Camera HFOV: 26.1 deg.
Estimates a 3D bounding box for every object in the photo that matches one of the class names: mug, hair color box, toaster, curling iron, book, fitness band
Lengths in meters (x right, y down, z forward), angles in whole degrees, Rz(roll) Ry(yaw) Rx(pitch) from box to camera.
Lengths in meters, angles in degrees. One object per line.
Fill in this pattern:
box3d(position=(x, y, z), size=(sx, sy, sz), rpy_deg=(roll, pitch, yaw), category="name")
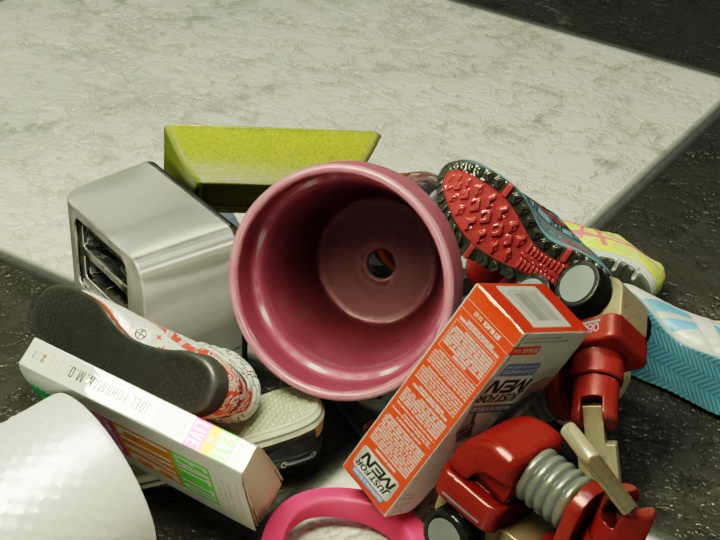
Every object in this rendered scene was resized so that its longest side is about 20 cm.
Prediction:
box3d(position=(-0.279, 0.196, 1.181), size=(0.175, 0.149, 0.199), rpy_deg=(-31, 21, -28), category="mug")
box3d(position=(0.086, 0.105, 1.266), size=(0.064, 0.201, 0.110), rpy_deg=(48, 26, 26), category="hair color box")
box3d(position=(-0.184, 0.024, 1.435), size=(0.118, 0.182, 0.200), rpy_deg=(-19, 37, -30), category="toaster")
box3d(position=(0.006, 0.150, 1.391), size=(0.049, 0.026, 0.200), rpy_deg=(5, 28, -25), category="curling iron")
box3d(position=(-0.165, 0.126, 1.232), size=(0.198, 0.134, 0.048), rpy_deg=(24, 70, 14), category="book")
box3d(position=(-0.012, 0.247, 1.225), size=(0.142, 0.038, 0.201), rpy_deg=(7, 32, -1), category="fitness band")

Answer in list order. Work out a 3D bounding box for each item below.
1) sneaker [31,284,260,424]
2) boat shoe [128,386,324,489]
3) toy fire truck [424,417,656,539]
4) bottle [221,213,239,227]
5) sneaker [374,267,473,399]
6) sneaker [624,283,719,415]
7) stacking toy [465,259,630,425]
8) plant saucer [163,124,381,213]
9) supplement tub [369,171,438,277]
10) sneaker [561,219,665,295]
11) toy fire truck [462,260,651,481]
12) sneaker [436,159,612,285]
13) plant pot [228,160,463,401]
box3d(position=(-0.178, 0.075, 1.311), size=(0.200, 0.068, 0.108), rpy_deg=(22, -1, 26), category="sneaker")
box3d(position=(-0.123, 0.157, 1.335), size=(0.198, 0.063, 0.075), rpy_deg=(-16, 38, -4), category="boat shoe")
box3d(position=(0.144, 0.169, 1.164), size=(0.176, 0.201, 0.128), rpy_deg=(38, 37, 30), category="toy fire truck")
box3d(position=(-0.149, -0.007, 1.599), size=(0.083, 0.066, 0.200), rpy_deg=(-6, 32, -19), category="bottle")
box3d(position=(0.062, 0.068, 1.508), size=(0.199, 0.076, 0.088), rpy_deg=(-26, 48, -27), category="sneaker")
box3d(position=(0.317, 0.075, 1.528), size=(0.199, 0.077, 0.080), rpy_deg=(35, 33, 32), category="sneaker")
box3d(position=(0.168, 0.050, 1.477), size=(0.085, 0.086, 0.201), rpy_deg=(-16, 53, -31), category="stacking toy")
box3d(position=(-0.089, -0.090, 1.483), size=(0.198, 0.048, 0.200), rpy_deg=(1, -9, -7), category="plant saucer")
box3d(position=(0.038, -0.045, 1.576), size=(0.106, 0.108, 0.199), rpy_deg=(-16, 8, -31), category="supplement tub")
box3d(position=(0.239, -0.014, 1.668), size=(0.199, 0.079, 0.090), rpy_deg=(31, 31, 28), category="sneaker")
box3d(position=(0.165, 0.120, 1.337), size=(0.175, 0.129, 0.202), rpy_deg=(-15, 52, 34), category="toy fire truck")
box3d(position=(0.146, -0.030, 1.439), size=(0.200, 0.079, 0.096), rpy_deg=(41, 14, -9), category="sneaker")
box3d(position=(0.000, 0.000, 1.374), size=(0.198, 0.202, 0.179), rpy_deg=(11, 9, 10), category="plant pot")
